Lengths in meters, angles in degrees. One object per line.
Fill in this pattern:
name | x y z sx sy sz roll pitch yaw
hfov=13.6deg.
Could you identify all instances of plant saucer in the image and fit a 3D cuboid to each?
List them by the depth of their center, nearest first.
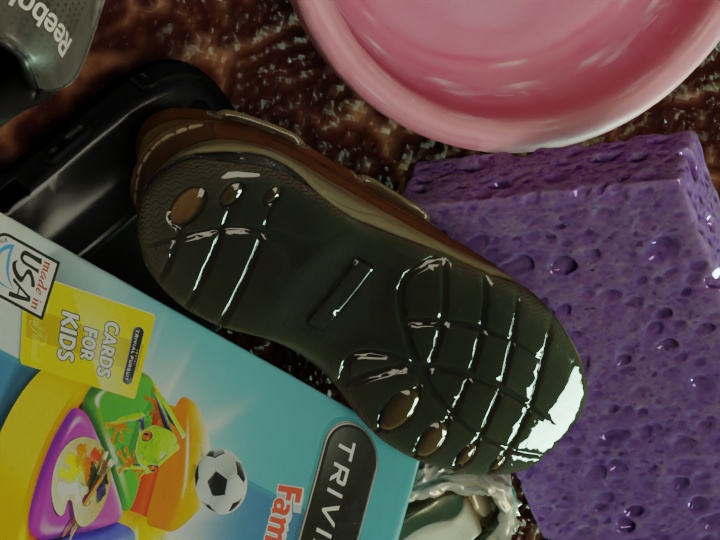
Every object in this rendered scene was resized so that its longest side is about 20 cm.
plant saucer | 0.056 -0.145 1.086 0.199 0.051 0.202 -8 110 -22

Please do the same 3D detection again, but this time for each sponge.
sponge | 0.100 0.039 1.122 0.111 0.030 0.201 -7 128 26

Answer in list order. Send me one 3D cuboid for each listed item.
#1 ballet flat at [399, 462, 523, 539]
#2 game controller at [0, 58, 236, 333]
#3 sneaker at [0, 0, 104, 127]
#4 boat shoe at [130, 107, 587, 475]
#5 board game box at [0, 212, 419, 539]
ballet flat | -0.025 0.122 1.127 0.199 0.072 0.072 -32 116 -11
game controller | -0.113 0.016 1.075 0.200 0.042 0.104 -39 132 -8
sneaker | -0.104 -0.103 0.986 0.066 0.091 0.200 35 101 -29
boat shoe | 0.000 0.000 1.059 0.076 0.074 0.200 -45 125 13
board game box | -0.082 0.091 1.022 0.200 0.047 0.152 30 65 -31
